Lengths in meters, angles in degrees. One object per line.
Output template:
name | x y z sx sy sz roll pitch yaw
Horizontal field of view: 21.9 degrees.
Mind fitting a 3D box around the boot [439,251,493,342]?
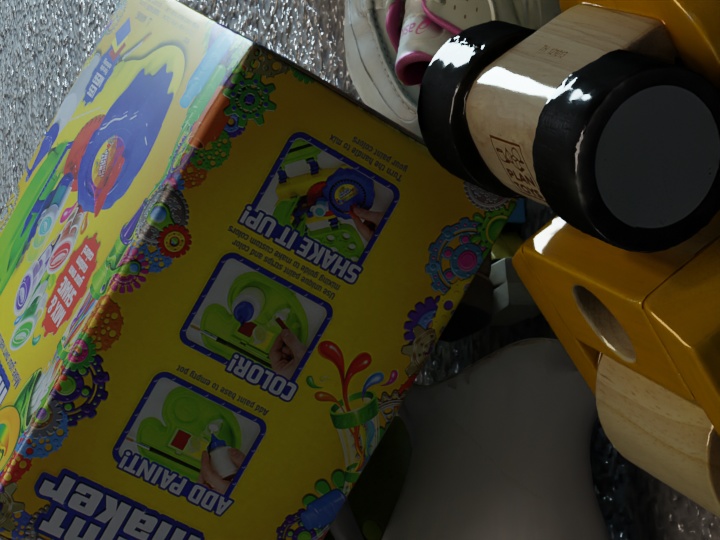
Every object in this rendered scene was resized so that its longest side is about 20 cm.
boot | 0.000 0.000 0.846 0.200 0.073 0.076 -23 57 57

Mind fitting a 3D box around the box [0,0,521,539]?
box | -0.066 0.007 0.735 0.193 0.122 0.200 -60 24 3

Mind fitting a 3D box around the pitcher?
pitcher | 0.038 0.137 0.774 0.171 0.121 0.201 -9 74 48

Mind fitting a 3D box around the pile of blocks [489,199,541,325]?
pile of blocks | 0.028 -0.038 0.904 0.200 0.062 0.083 -129 45 -58

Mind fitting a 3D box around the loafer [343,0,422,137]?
loafer | 0.025 -0.140 0.909 0.070 0.069 0.201 104 157 -48

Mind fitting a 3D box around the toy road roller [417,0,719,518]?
toy road roller | 0.128 -0.026 0.620 0.201 0.146 0.123 59 169 -23

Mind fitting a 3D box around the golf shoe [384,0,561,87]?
golf shoe | 0.046 -0.127 0.763 0.075 0.091 0.201 -28 82 59

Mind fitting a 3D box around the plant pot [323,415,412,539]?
plant pot | -0.035 0.160 0.916 0.184 0.199 0.201 -42 50 46
